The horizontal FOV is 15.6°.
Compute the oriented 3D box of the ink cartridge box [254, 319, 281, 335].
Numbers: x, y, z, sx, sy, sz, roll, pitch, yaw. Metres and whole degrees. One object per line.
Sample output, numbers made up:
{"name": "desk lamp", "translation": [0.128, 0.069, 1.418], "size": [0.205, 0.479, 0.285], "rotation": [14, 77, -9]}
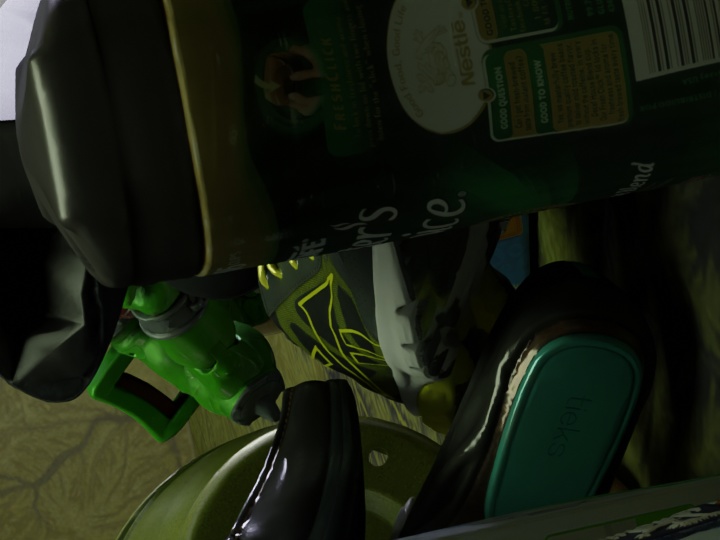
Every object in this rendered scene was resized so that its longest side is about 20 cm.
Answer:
{"name": "ink cartridge box", "translation": [-0.061, -0.091, 1.268], "size": [0.165, 0.075, 0.201], "rotation": [-75, -30, -63]}

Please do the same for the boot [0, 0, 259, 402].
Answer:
{"name": "boot", "translation": [-0.078, -0.019, 0.847], "size": [0.200, 0.065, 0.165], "rotation": [-89, -24, -63]}

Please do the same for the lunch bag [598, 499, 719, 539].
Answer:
{"name": "lunch bag", "translation": [0.075, 0.119, 0.580], "size": [0.201, 0.169, 0.124], "rotation": [90, 162, -53]}

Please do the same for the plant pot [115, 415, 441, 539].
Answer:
{"name": "plant pot", "translation": [-0.012, 0.142, 1.063], "size": [0.193, 0.199, 0.202], "rotation": [110, 148, -73]}

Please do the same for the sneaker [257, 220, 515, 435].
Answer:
{"name": "sneaker", "translation": [0.000, 0.000, 0.879], "size": [0.200, 0.084, 0.075], "rotation": [77, -146, -65]}

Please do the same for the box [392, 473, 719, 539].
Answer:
{"name": "box", "translation": [0.045, 0.172, 0.750], "size": [0.097, 0.176, 0.201], "rotation": [-19, 82, 59]}

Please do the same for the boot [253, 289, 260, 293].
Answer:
{"name": "boot", "translation": [-0.027, -0.087, 1.138], "size": [0.144, 0.072, 0.201], "rotation": [36, -125, -82]}

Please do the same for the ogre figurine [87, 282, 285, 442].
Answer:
{"name": "ogre figurine", "translation": [-0.097, 0.007, 1.158], "size": [0.120, 0.098, 0.200], "rotation": [49, 154, -26]}

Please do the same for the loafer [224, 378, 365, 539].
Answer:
{"name": "loafer", "translation": [-0.038, 0.110, 0.855], "size": [0.201, 0.072, 0.073], "rotation": [-79, -10, -49]}

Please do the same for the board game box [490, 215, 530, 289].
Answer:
{"name": "board game box", "translation": [0.030, -0.102, 1.037], "size": [0.152, 0.036, 0.201], "rotation": [-110, 11, -50]}

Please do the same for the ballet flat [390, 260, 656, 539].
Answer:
{"name": "ballet flat", "translation": [0.047, 0.083, 0.883], "size": [0.069, 0.068, 0.201], "rotation": [-104, 33, -59]}

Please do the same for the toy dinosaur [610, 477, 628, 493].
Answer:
{"name": "toy dinosaur", "translation": [0.078, 0.091, 0.954], "size": [0.200, 0.060, 0.107], "rotation": [-127, 48, -56]}

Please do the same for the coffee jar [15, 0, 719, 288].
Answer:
{"name": "coffee jar", "translation": [0.008, -0.051, 0.695], "size": [0.104, 0.199, 0.086], "rotation": [-168, 67, -80]}
